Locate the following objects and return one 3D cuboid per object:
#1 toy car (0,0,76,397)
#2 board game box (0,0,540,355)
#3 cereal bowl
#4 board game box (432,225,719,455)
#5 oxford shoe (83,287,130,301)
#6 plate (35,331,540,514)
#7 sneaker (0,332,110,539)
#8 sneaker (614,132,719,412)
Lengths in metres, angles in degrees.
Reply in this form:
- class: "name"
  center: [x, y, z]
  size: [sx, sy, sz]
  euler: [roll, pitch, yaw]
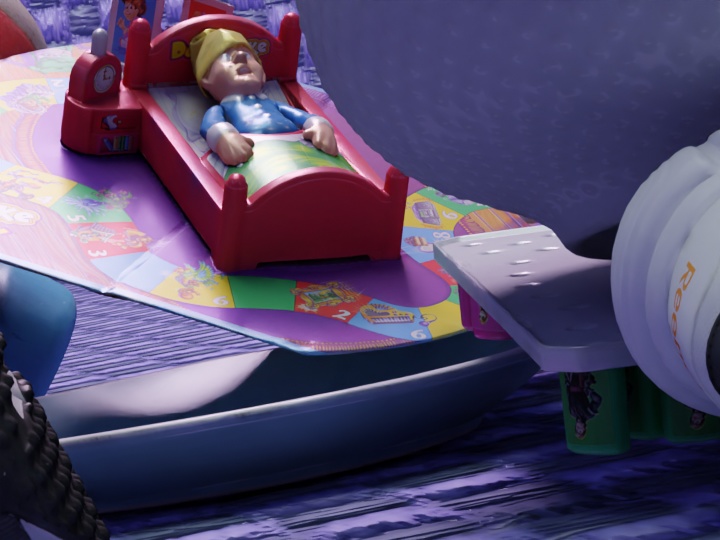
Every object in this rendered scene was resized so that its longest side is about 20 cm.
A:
- class: "toy car"
  center: [-0.173, 0.012, 0.922]
  size: [0.177, 0.184, 0.200]
  euler: [-52, 19, 37]
- class: "board game box"
  center: [-0.036, -0.040, 0.844]
  size: [0.200, 0.039, 0.158]
  euler: [16, 28, 17]
- class: "cereal bowl"
  center: [0.086, -0.051, 0.641]
  size: [0.200, 0.083, 0.200]
  euler: [-8, -8, -1]
- class: "board game box"
  center: [0.127, 0.003, 0.692]
  size: [0.200, 0.026, 0.200]
  euler: [-7, 8, -4]
- class: "oxford shoe"
  center: [0.000, 0.000, 0.909]
  size: [0.200, 0.071, 0.071]
  euler: [2, 45, -9]
- class: "plate"
  center: [-0.035, 0.041, 0.804]
  size: [0.200, 0.026, 0.200]
  euler: [-10, 2, 0]
- class: "sneaker"
  center: [-0.105, 0.048, 0.611]
  size: [0.080, 0.074, 0.200]
  euler: [-26, 3, -16]
- class: "sneaker"
  center: [0.151, -0.002, 0.539]
  size: [0.200, 0.074, 0.080]
  euler: [-15, 17, -5]
